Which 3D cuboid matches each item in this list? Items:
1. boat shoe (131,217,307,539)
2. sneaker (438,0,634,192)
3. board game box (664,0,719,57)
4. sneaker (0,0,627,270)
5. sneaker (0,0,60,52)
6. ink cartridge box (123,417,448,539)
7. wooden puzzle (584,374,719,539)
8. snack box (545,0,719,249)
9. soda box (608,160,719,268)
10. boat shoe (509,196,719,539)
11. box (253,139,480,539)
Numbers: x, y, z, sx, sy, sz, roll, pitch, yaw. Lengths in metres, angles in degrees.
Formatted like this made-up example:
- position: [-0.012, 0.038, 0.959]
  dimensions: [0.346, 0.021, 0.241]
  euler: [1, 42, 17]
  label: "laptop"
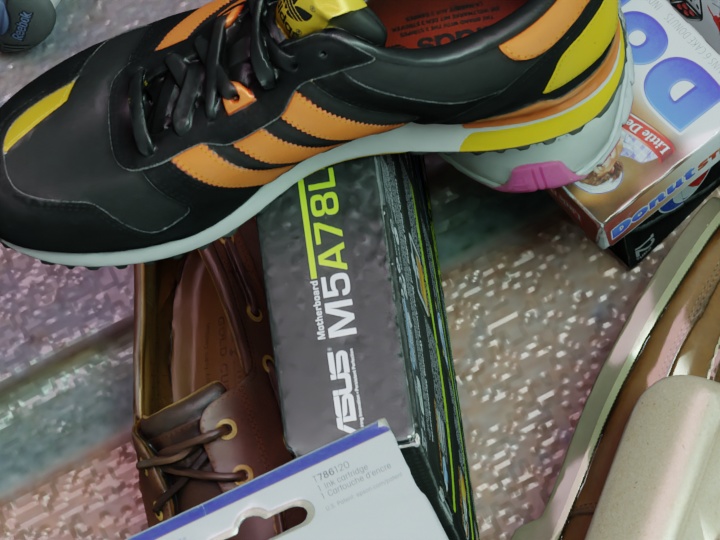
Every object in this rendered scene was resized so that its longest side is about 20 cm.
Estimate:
- position: [-0.051, 0.066, 0.976]
  dimensions: [0.072, 0.067, 0.201]
  euler: [-20, 62, 27]
  label: "boat shoe"
- position: [0.041, -0.122, 0.930]
  dimensions: [0.081, 0.088, 0.201]
  euler: [-10, 65, 4]
  label: "sneaker"
- position: [0.209, -0.110, 0.994]
  dimensions: [0.200, 0.035, 0.126]
  euler: [-29, 64, -27]
  label: "board game box"
- position: [-0.023, -0.063, 0.811]
  dimensions: [0.199, 0.090, 0.070]
  euler: [-15, 66, 2]
  label: "sneaker"
- position: [-0.181, -0.163, 1.112]
  dimensions: [0.200, 0.075, 0.087]
  euler: [33, 64, 14]
  label: "sneaker"
- position: [0.004, 0.144, 0.767]
  dimensions: [0.099, 0.039, 0.200]
  euler: [-24, 57, 0]
  label: "ink cartridge box"
- position: [0.151, 0.152, 0.892]
  dimensions: [0.199, 0.046, 0.186]
  euler: [21, 73, 1]
  label: "wooden puzzle"
- position: [0.047, -0.100, 0.982]
  dimensions: [0.072, 0.024, 0.200]
  euler: [-38, 67, -9]
  label: "snack box"
- position: [0.050, -0.096, 1.033]
  dimensions: [0.063, 0.071, 0.200]
  euler: [-42, 67, -7]
  label: "soda box"
- position: [0.100, 0.075, 0.960]
  dimensions: [0.068, 0.072, 0.201]
  euler: [25, 83, 14]
  label: "boat shoe"
- position: [0.000, 0.000, 0.937]
  dimensions: [0.047, 0.193, 0.201]
  euler: [-10, 67, 3]
  label: "box"
